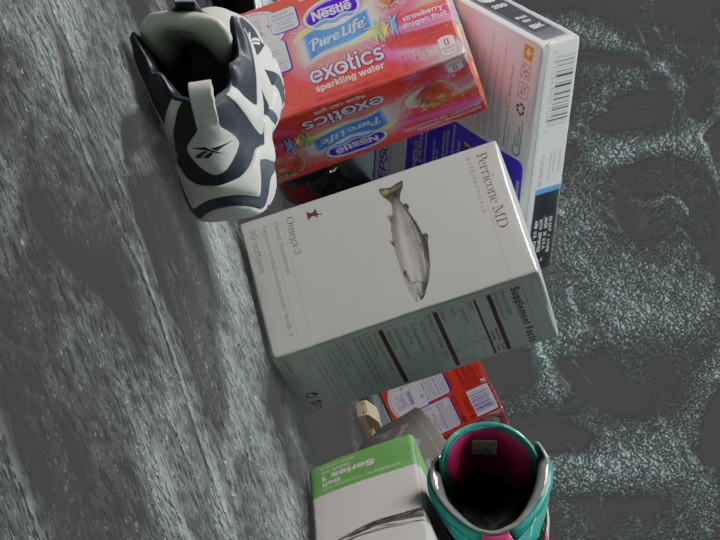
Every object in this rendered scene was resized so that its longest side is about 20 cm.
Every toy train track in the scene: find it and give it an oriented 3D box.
[{"bbox_3d":[0.042,0.200,1.968,0.115,0.033,0.200,-100,169,-59],"label":"toy train track"}]

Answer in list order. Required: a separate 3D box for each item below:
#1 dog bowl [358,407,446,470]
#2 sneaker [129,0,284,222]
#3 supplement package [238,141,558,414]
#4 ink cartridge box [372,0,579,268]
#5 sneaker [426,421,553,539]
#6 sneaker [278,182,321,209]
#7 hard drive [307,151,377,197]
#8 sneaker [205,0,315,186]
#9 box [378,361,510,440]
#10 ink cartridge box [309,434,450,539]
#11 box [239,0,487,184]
[{"bbox_3d":[0.063,0.211,1.760,0.200,0.059,0.200,61,-9,16],"label":"dog bowl"},{"bbox_3d":[-0.099,-0.140,1.375,0.199,0.079,0.130,-88,170,-47],"label":"sneaker"},{"bbox_3d":[0.029,0.007,1.561,0.117,0.200,0.117,63,10,-61],"label":"supplement package"},{"bbox_3d":[0.086,-0.125,1.684,0.200,0.043,0.198,36,-48,44],"label":"ink cartridge box"},{"bbox_3d":[0.086,0.142,1.443,0.200,0.084,0.121,-102,-178,-56],"label":"sneaker"},{"bbox_3d":[-0.055,-0.131,1.876,0.200,0.071,0.113,-112,-176,-59],"label":"sneaker"},{"bbox_3d":[0.010,-0.122,1.859,0.140,0.033,0.200,32,40,-35],"label":"hard drive"},{"bbox_3d":[-0.091,-0.164,1.752,0.082,0.070,0.200,-8,81,-62],"label":"sneaker"},{"bbox_3d":[0.063,0.099,2.024,0.096,0.100,0.200,66,-1,-53],"label":"box"},{"bbox_3d":[0.028,0.226,1.428,0.200,0.084,0.146,-96,167,-67],"label":"ink cartridge box"},{"bbox_3d":[-0.019,-0.148,1.588,0.095,0.200,0.103,57,14,-64],"label":"box"}]
